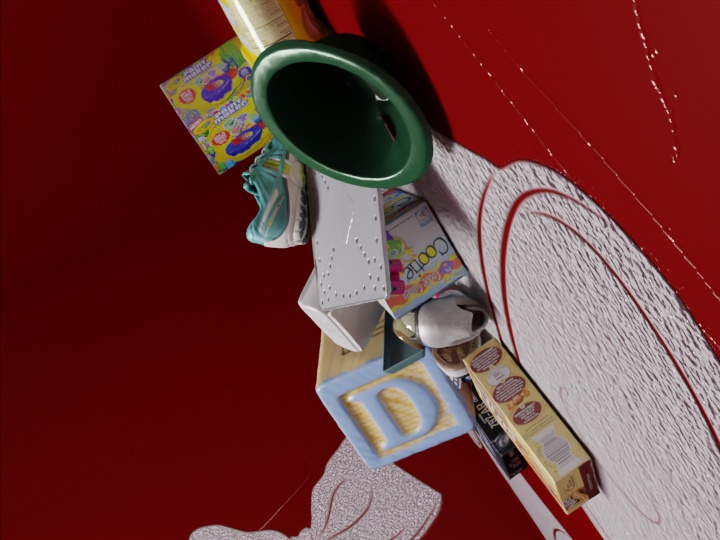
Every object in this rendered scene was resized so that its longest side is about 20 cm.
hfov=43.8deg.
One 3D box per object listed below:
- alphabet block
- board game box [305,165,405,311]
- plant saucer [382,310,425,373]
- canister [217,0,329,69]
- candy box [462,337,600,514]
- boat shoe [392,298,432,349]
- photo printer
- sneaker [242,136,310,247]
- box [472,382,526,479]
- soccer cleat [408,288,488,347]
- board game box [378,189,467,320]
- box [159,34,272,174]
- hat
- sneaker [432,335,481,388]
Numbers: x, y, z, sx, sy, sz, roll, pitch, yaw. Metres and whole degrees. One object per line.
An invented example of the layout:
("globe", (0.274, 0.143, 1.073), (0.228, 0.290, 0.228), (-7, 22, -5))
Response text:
("alphabet block", (0.057, 0.161, 1.444), (0.196, 0.195, 0.200), (60, -164, -27))
("board game box", (-0.010, -0.063, 0.974), (0.200, 0.026, 0.201), (164, 102, -67))
("plant saucer", (0.067, 0.079, 1.330), (0.019, 0.070, 0.200), (50, -159, -23))
("canister", (-0.115, -0.305, 0.944), (0.201, 0.086, 0.149), (61, 176, -35))
("candy box", (0.211, 0.191, 1.111), (0.200, 0.055, 0.116), (55, 177, 37))
("boat shoe", (0.089, 0.037, 1.274), (0.073, 0.063, 0.200), (26, -155, -11))
("photo printer", (0.000, 0.000, 1.305), (0.069, 0.201, 0.167), (19, 162, 26))
("sneaker", (-0.104, -0.121, 1.082), (0.078, 0.079, 0.201), (79, -172, -63))
("box", (0.242, 0.291, 1.734), (0.200, 0.043, 0.160), (55, 176, 31))
("soccer cleat", (0.122, 0.062, 1.115), (0.200, 0.086, 0.070), (-16, -77, -72))
("board game box", (0.040, -0.029, 1.122), (0.103, 0.105, 0.200), (58, 176, -14))
("box", (-0.248, -0.324, 1.743), (0.122, 0.199, 0.193), (55, 177, 23))
("hat", (0.008, -0.193, 0.806), (0.199, 0.177, 0.166), (14, 148, 27))
("sneaker", (0.147, 0.128, 1.261), (0.109, 0.070, 0.200), (62, -175, -17))
